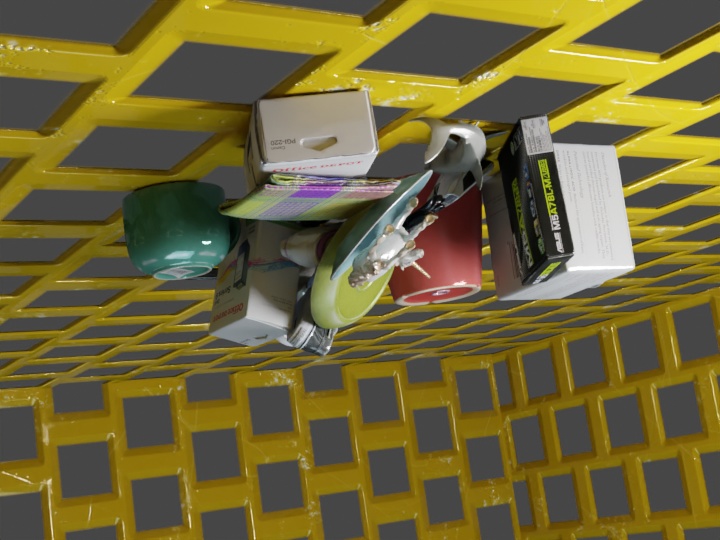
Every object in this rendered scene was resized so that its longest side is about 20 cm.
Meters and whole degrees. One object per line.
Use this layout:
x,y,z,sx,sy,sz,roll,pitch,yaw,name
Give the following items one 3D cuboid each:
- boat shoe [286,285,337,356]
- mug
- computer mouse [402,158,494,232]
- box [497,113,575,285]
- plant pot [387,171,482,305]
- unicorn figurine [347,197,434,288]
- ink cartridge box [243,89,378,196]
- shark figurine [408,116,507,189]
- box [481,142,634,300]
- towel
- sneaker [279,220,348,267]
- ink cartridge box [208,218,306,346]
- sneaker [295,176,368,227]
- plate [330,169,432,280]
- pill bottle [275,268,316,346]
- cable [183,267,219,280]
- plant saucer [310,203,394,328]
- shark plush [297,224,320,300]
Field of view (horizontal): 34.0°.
-0.070,0.081,1.817,0.072,0.071,0.200,-48,-169,21,boat shoe
-0.250,-0.053,1.711,0.183,0.116,0.152,-4,168,-19,mug
0.122,-0.118,1.712,0.200,0.044,0.109,-41,-175,-40,computer mouse
0.244,-0.095,1.660,0.047,0.203,0.193,-8,170,-6,box
0.110,-0.046,1.862,0.198,0.180,0.201,-9,169,-2,plant pot
0.046,-0.031,1.605,0.199,0.074,0.138,-21,160,-43,unicorn figurine
-0.067,-0.147,1.461,0.144,0.086,0.200,-7,171,-11,ink cartridge box
0.142,-0.154,1.588,0.126,0.091,0.214,-11,171,7,shark figurine
0.302,-0.072,1.822,0.129,0.203,0.199,-1,166,-27,box
-0.063,-0.091,1.472,0.198,0.023,0.143,-2,167,-33,towel
-0.042,-0.044,1.758,0.099,0.076,0.199,1,-176,31,sneaker
-0.156,0.002,1.806,0.087,0.203,0.145,15,160,-26,ink cartridge box
-0.061,-0.106,1.685,0.113,0.076,0.200,-15,170,19,sneaker
0.021,-0.067,1.576,0.200,0.026,0.200,-48,176,-4,plate
-0.075,0.043,1.994,0.108,0.110,0.200,2,145,-43,pill bottle
-0.203,0.016,2.006,0.198,0.051,0.096,-6,-172,-42,cable
0.000,0.000,1.722,0.031,0.202,0.199,27,-174,27,plant saucer
-0.115,-0.026,1.880,0.090,0.083,0.201,-13,138,-43,shark plush
